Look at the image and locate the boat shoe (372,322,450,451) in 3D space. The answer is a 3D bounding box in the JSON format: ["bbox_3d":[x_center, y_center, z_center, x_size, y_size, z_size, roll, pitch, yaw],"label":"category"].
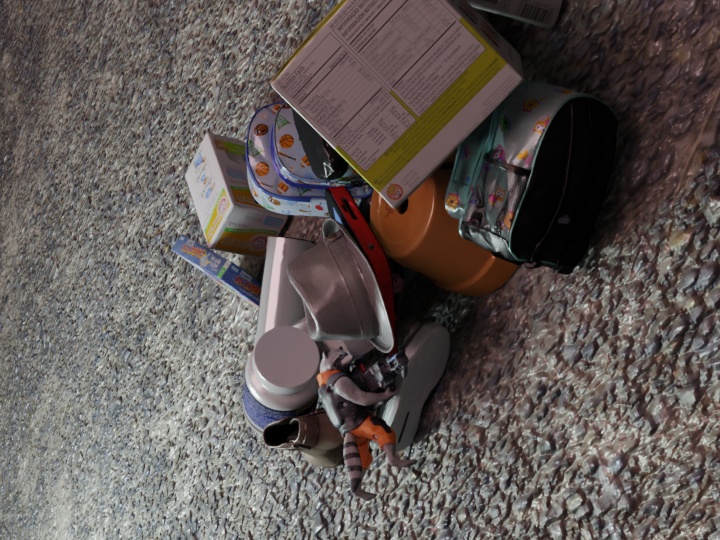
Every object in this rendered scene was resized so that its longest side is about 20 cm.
[{"bbox_3d":[0.057,0.149,1.563,0.071,0.072,0.201,44,121,45],"label":"boat shoe"}]

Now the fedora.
[{"bbox_3d":[-0.036,0.031,1.454,0.200,0.090,0.178,-125,16,-59],"label":"fedora"}]

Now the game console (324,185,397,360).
[{"bbox_3d":[0.000,0.000,1.537,0.201,0.031,0.178,-118,18,-45],"label":"game console"}]

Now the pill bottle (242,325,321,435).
[{"bbox_3d":[-0.114,0.164,1.686,0.200,0.115,0.117,104,158,-62],"label":"pill bottle"}]

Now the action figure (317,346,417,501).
[{"bbox_3d":[0.001,0.182,1.508,0.194,0.104,0.200,64,150,22],"label":"action figure"}]

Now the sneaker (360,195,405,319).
[{"bbox_3d":[0.039,-0.015,1.592,0.201,0.070,0.082,88,157,-44],"label":"sneaker"}]

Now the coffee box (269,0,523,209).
[{"bbox_3d":[0.045,-0.228,1.299,0.200,0.198,0.200,-44,8,16],"label":"coffee box"}]

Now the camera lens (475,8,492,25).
[{"bbox_3d":[0.094,-0.314,1.534,0.160,0.159,0.201,-47,47,39],"label":"camera lens"}]

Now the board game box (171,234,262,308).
[{"bbox_3d":[-0.224,0.009,1.942,0.035,0.135,0.200,-56,37,-6],"label":"board game box"}]

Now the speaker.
[{"bbox_3d":[-0.121,0.049,1.838,0.081,0.081,0.202,4,87,55],"label":"speaker"}]

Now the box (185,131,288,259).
[{"bbox_3d":[-0.215,-0.128,1.977,0.102,0.112,0.201,-56,38,31],"label":"box"}]

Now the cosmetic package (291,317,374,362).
[{"bbox_3d":[-0.044,0.096,1.669,0.083,0.050,0.200,57,158,-3],"label":"cosmetic package"}]

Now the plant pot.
[{"bbox_3d":[0.106,-0.074,1.484,0.199,0.139,0.202,-15,71,52],"label":"plant pot"}]

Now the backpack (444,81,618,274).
[{"bbox_3d":[0.202,-0.116,1.321,0.153,0.175,0.201,33,107,41],"label":"backpack"}]

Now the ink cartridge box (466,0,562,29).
[{"bbox_3d":[0.144,-0.382,1.476,0.200,0.160,0.050,52,127,49],"label":"ink cartridge box"}]

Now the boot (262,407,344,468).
[{"bbox_3d":[-0.077,0.243,1.670,0.200,0.145,0.071,-35,58,47],"label":"boot"}]

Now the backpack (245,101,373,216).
[{"bbox_3d":[-0.078,-0.169,1.707,0.154,0.189,0.202,84,180,-68],"label":"backpack"}]

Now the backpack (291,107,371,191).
[{"bbox_3d":[0.014,-0.192,1.585,0.154,0.199,0.164,113,140,-59],"label":"backpack"}]
